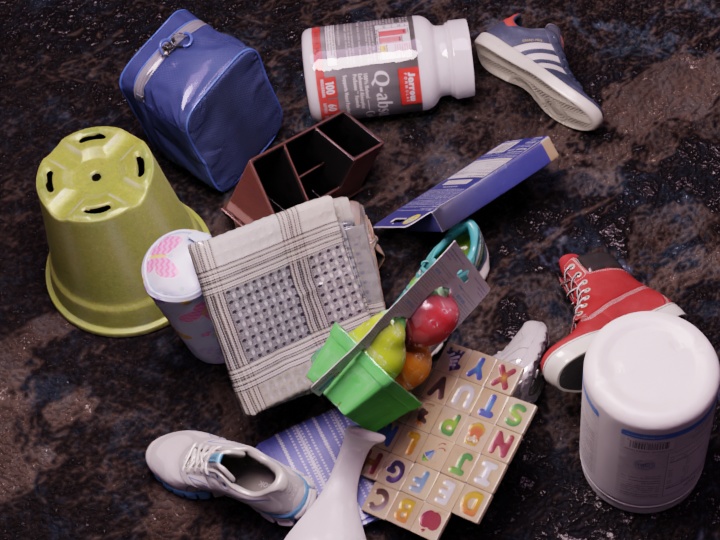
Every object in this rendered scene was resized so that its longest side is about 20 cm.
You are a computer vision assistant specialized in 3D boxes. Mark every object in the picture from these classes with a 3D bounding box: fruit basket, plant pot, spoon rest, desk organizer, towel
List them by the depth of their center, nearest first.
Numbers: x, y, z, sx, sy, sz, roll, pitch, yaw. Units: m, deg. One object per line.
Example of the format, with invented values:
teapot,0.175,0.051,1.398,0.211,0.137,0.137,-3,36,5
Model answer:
fruit basket,0.041,0.063,1.588,0.094,0.185,0.200,37,88,22
spoon rest,-0.024,0.257,1.596,0.099,0.061,0.200,18,84,-7
towel,-0.062,0.033,1.633,0.200,0.035,0.193,-20,95,-30
towel,0.003,0.204,1.674,0.200,0.024,0.145,-23,56,-11
plant pot,-0.278,-0.057,1.775,0.200,0.184,0.201,-3,56,5
desk organizer,-0.061,-0.107,1.789,0.072,0.077,0.200,39,38,12

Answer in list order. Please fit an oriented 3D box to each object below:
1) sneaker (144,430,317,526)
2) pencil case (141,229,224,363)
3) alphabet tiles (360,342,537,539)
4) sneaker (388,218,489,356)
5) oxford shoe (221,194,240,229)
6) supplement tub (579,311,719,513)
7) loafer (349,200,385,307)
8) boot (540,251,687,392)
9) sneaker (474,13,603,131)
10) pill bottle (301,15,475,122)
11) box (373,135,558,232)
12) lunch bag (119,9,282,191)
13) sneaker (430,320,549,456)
sneaker,-0.144,0.201,1.638,0.200,0.087,0.075,10,67,27
pencil case,-0.170,0.030,1.700,0.091,0.200,0.083,-38,66,-6
alphabet tiles,0.084,0.173,1.617,0.166,0.006,0.200,18,74,38
sneaker,0.074,0.024,1.747,0.077,0.080,0.200,24,63,20
oxford shoe,-0.098,-0.015,1.806,0.084,0.073,0.200,-34,55,1
supplement tub,0.285,0.143,1.573,0.132,0.200,0.132,-3,57,4
loafer,0.000,0.000,1.774,0.063,0.072,0.200,8,44,-5
boot,0.235,0.048,1.698,0.200,0.072,0.144,-21,52,-37
sneaker,0.232,-0.248,1.911,0.085,0.075,0.200,-41,61,-14
pill bottle,0.034,-0.246,1.907,0.200,0.116,0.116,-7,56,2
box,0.118,-0.089,1.801,0.200,0.121,0.032,-32,101,-15
lunch bag,-0.195,-0.206,1.856,0.132,0.200,0.136,31,70,26
sneaker,0.134,0.122,1.672,0.099,0.078,0.200,18,52,21
